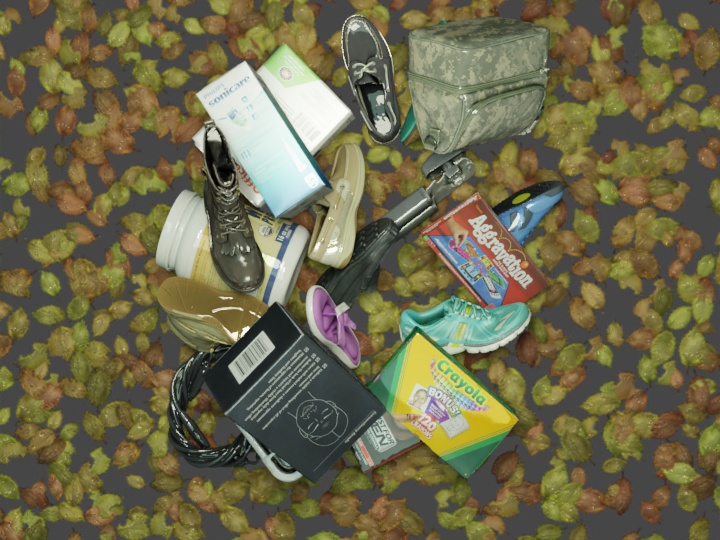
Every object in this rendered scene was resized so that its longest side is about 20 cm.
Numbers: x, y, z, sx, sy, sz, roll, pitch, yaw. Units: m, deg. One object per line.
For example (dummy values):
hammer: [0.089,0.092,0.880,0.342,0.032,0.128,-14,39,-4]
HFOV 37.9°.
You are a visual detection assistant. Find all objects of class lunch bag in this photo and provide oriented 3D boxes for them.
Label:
lunch bag: [0.171,-0.262,1.499,0.199,0.139,0.169,-20,124,-35]

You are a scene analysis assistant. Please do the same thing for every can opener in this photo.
can opener: [0.086,-0.113,1.596,0.200,0.053,0.067,-37,59,5]

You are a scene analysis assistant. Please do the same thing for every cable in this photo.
cable: [-0.219,0.203,1.625,0.162,0.051,0.202,2,89,10]

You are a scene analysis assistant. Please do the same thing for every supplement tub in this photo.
supplement tub: [-0.188,-0.029,1.556,0.199,0.144,0.145,21,94,0]

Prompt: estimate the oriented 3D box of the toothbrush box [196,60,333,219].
toothbrush box: [-0.128,-0.176,1.457,0.085,0.146,0.201,-32,91,4]

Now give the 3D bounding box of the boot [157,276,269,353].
boot: [-0.198,0.084,1.536,0.199,0.156,0.073,19,69,0]

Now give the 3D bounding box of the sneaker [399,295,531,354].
sneaker: [0.154,0.078,1.563,0.199,0.078,0.080,-11,117,11]

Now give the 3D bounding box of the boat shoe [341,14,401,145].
boat shoe: [0.018,-0.289,1.571,0.072,0.063,0.201,-14,93,3]

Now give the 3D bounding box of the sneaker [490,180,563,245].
sneaker: [0.226,-0.061,1.583,0.199,0.066,0.079,-33,106,4]

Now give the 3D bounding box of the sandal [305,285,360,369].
sandal: [-0.029,0.079,1.542,0.049,0.203,0.083,-10,61,15]

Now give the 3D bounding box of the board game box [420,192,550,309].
board game box: [0.187,-0.017,1.548,0.103,0.019,0.200,-35,121,14]

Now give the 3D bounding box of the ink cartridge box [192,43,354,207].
ink cartridge box: [-0.129,-0.213,1.572,0.200,0.084,0.146,-44,90,4]

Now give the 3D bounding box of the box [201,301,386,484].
box: [-0.089,0.169,1.440,0.148,0.107,0.200,-45,125,-1]

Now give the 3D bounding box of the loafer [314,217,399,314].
loafer: [0.000,0.000,1.568,0.070,0.068,0.201,28,123,-21]

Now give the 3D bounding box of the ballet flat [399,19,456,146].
ballet flat: [0.123,-0.274,1.576,0.072,0.068,0.201,18,90,-18]

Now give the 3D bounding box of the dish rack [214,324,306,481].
dish rack: [-0.104,0.192,1.565,0.171,0.044,0.200,-39,83,1]

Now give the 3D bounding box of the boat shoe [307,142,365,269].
boat shoe: [-0.039,-0.103,1.551,0.065,0.072,0.201,15,69,-20]

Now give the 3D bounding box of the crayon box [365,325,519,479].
crayon box: [0.119,0.192,1.537,0.200,0.058,0.119,40,97,-3]

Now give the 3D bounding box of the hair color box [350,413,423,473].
hair color box: [0.070,0.215,1.603,0.199,0.061,0.102,-29,91,3]

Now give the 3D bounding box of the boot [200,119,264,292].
boot: [-0.179,-0.081,1.405,0.069,0.174,0.201,-17,76,-11]
